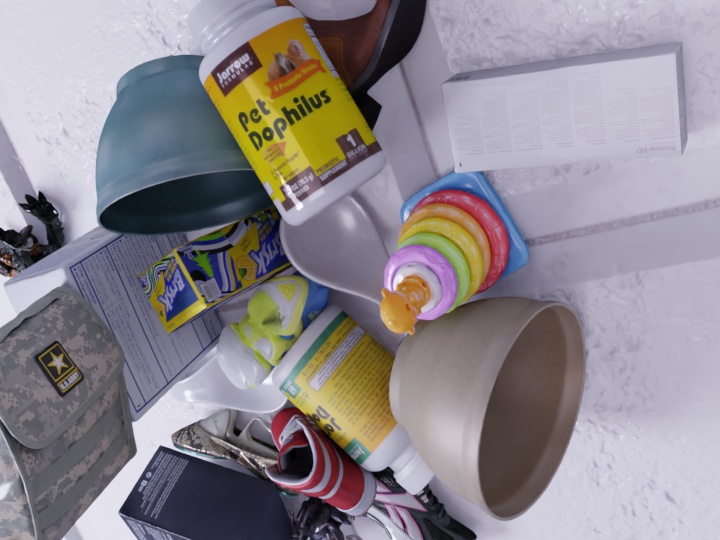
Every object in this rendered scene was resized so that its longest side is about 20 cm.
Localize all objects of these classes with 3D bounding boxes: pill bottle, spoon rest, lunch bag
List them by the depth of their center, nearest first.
[{"bbox_3d":[-0.069,-0.150,0.726,0.108,0.109,0.202,-30,94,36],"label":"pill bottle"},{"bbox_3d":[-0.306,0.136,0.785,0.115,0.164,0.204,7,116,16],"label":"lunch bag"},{"bbox_3d":[0.000,0.000,0.841,0.200,0.100,0.060,48,157,-10],"label":"spoon rest"},{"bbox_3d":[0.008,0.143,0.896,0.199,0.113,0.113,41,126,3],"label":"pill bottle"},{"bbox_3d":[-0.169,0.135,1.022,0.196,0.061,0.101,-8,110,32],"label":"spoon rest"}]

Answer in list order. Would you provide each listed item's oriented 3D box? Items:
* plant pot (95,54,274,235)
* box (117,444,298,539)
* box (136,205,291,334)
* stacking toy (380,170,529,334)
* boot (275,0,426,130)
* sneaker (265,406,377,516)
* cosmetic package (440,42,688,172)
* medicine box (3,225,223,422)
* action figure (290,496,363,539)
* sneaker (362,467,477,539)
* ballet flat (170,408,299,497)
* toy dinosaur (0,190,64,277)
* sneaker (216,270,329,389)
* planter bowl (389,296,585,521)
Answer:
[{"bbox_3d":[-0.176,-0.130,0.827,0.197,0.199,0.137,-19,80,34],"label":"plant pot"},{"bbox_3d":[-0.186,0.347,1.075,0.178,0.105,0.202,13,140,23],"label":"box"},{"bbox_3d":[-0.127,-0.010,0.835,0.069,0.199,0.065,-30,90,35],"label":"box"},{"bbox_3d":[0.064,0.002,0.740,0.109,0.200,0.117,-29,100,35],"label":"stacking toy"},{"bbox_3d":[-0.046,-0.241,0.780,0.199,0.068,0.190,39,134,15],"label":"boot"},{"bbox_3d":[-0.072,0.196,0.931,0.112,0.072,0.199,35,176,-38],"label":"sneaker"},{"bbox_3d":[0.172,-0.136,0.704,0.196,0.051,0.084,0,112,29],"label":"cosmetic package"},{"bbox_3d":[-0.271,0.047,0.945,0.101,0.200,0.186,-12,109,27],"label":"medicine box"},{"bbox_3d":[-0.045,0.354,1.040,0.118,0.101,0.204,16,84,51],"label":"action figure"},{"bbox_3d":[0.053,0.262,0.957,0.197,0.080,0.088,29,99,-1],"label":"sneaker"},{"bbox_3d":[-0.149,0.220,1.059,0.196,0.068,0.077,19,101,15],"label":"ballet flat"},{"bbox_3d":[-0.419,-0.018,1.081,0.195,0.103,0.138,2,132,8],"label":"toy dinosaur"},{"bbox_3d":[-0.089,0.063,0.921,0.076,0.104,0.200,54,141,8],"label":"sneaker"},{"bbox_3d":[0.112,0.114,0.787,0.133,0.199,0.205,16,122,39],"label":"planter bowl"}]
